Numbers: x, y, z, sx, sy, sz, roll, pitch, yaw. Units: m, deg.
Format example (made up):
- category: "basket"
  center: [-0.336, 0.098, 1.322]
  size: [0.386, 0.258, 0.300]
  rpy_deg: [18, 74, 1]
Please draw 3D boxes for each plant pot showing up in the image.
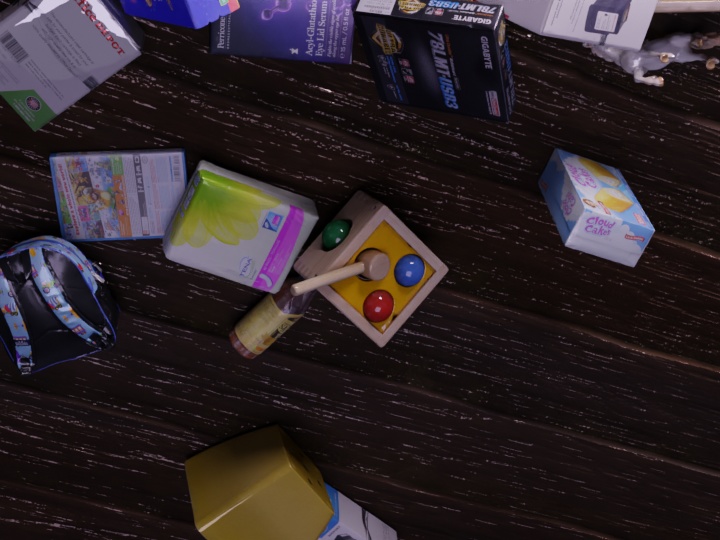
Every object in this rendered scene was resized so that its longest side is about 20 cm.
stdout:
- category: "plant pot"
  center: [-0.160, 0.384, 1.999]
  size: [0.176, 0.200, 0.200]
  rpy_deg: [-36, 117, 4]

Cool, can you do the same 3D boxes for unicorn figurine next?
- category: "unicorn figurine"
  center: [0.410, -0.308, 1.676]
  size: [0.198, 0.137, 0.075]
  rpy_deg: [-2, 112, -20]

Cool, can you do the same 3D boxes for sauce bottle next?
- category: "sauce bottle"
  center: [-0.122, 0.058, 1.873]
  size: [0.066, 0.066, 0.200]
  rpy_deg: [39, 113, -24]

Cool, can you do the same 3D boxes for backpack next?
- category: "backpack"
  center: [-0.476, 0.036, 1.791]
  size: [0.181, 0.135, 0.202]
  rpy_deg: [-18, 121, 7]

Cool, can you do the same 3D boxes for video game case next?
- category: "video game case"
  center: [-0.357, -0.113, 1.782]
  size: [0.197, 0.018, 0.145]
  rpy_deg: [-3, 121, -3]

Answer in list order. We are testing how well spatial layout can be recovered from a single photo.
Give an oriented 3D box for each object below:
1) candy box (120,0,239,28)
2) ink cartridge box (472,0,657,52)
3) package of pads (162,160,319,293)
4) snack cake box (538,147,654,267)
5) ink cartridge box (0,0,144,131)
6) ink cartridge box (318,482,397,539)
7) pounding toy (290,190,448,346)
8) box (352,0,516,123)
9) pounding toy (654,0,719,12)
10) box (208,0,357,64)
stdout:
- category: "candy box"
  center: [-0.258, -0.406, 1.508]
  size: [0.077, 0.199, 0.171]
  rpy_deg: [-34, 124, -23]
- category: "ink cartridge box"
  center: [0.272, -0.359, 1.565]
  size: [0.198, 0.145, 0.085]
  rpy_deg: [0, 117, -39]
- category: "package of pads"
  center: [-0.184, -0.061, 1.788]
  size: [0.198, 0.068, 0.155]
  rpy_deg: [19, 117, -23]
- category: "snack cake box"
  center: [0.341, -0.095, 1.740]
  size: [0.114, 0.201, 0.068]
  rpy_deg: [17, 118, -15]
- category: "ink cartridge box"
  center: [-0.414, -0.312, 1.620]
  size: [0.199, 0.085, 0.146]
  rpy_deg: [-31, 119, 13]
- category: "ink cartridge box"
  center: [-0.048, 0.488, 2.123]
  size: [0.199, 0.085, 0.145]
  rpy_deg: [37, 112, -23]
- category: "pounding toy"
  center: [0.000, 0.000, 1.757]
  size: [0.184, 0.142, 0.200]
  rpy_deg: [-49, 119, -2]
- category: "box"
  center: [0.104, -0.288, 1.601]
  size: [0.196, 0.050, 0.201]
  rpy_deg: [14, 155, 20]
- category: "pounding toy"
  center: [0.488, -0.436, 1.605]
  size: [0.197, 0.143, 0.186]
  rpy_deg: [1, 121, 8]
- category: "box"
  center: [-0.104, -0.370, 1.598]
  size: [0.197, 0.105, 0.150]
  rpy_deg: [2, 121, -6]
